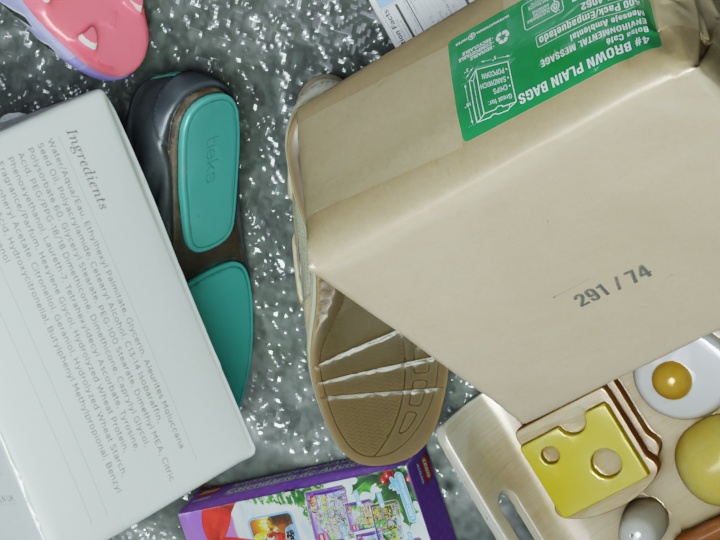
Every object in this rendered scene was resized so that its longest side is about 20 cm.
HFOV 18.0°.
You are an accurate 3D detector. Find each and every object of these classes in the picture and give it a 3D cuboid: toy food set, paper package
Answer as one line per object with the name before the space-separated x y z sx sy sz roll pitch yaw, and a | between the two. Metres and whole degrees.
toy food set | 0.152 0.094 1.123 0.200 0.060 0.144 -30 95 24
paper package | 0.099 -0.040 1.027 0.200 0.190 0.104 -28 51 24

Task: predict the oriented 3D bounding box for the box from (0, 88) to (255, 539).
box | -0.186 0.036 1.143 0.199 0.131 0.201 -11 104 53

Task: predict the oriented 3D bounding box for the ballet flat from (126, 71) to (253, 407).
ballet flat | -0.094 -0.010 1.181 0.073 0.073 0.201 8 115 17

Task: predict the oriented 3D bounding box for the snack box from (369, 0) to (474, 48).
snack box | 0.022 -0.173 1.107 0.072 0.024 0.200 -27 96 25

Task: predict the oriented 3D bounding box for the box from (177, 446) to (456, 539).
box | -0.002 0.201 1.221 0.136 0.039 0.201 -13 102 21

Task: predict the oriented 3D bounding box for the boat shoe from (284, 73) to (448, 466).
boat shoe | 0.000 0.000 1.148 0.072 0.065 0.201 -12 111 -2

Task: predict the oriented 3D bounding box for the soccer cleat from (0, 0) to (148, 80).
soccer cleat | -0.188 -0.171 1.169 0.200 0.067 0.076 46 146 -4
